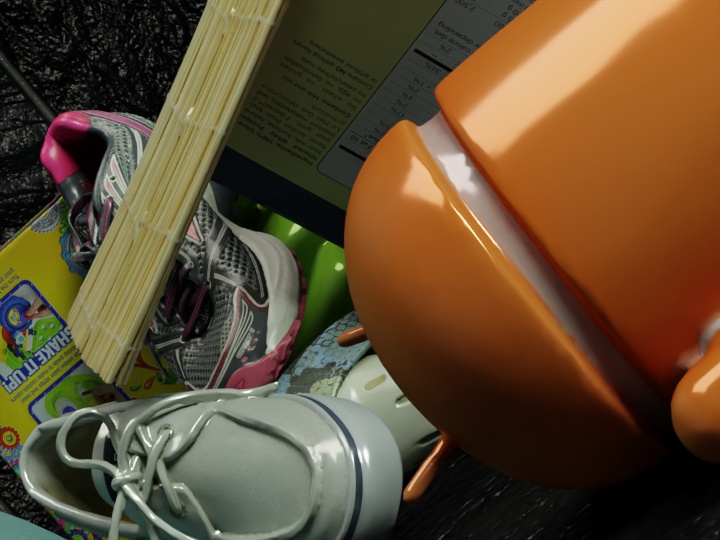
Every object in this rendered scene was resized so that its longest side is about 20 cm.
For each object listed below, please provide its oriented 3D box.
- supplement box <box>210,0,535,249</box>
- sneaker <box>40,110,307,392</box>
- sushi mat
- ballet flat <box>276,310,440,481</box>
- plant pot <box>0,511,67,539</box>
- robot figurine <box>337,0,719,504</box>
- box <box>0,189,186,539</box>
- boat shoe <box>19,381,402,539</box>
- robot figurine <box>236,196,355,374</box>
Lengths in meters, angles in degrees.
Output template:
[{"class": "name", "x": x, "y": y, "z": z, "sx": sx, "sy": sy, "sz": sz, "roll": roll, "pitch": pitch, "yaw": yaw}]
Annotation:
[{"class": "supplement box", "x": 0.045, "y": -0.133, "z": 0.746, "sx": 0.200, "sy": 0.134, "sz": 0.200, "roll": -50, "pitch": 19, "yaw": 37}, {"class": "sneaker", "x": -0.087, "y": -0.002, "z": 0.820, "sx": 0.081, "sy": 0.075, "sz": 0.200, "roll": -60, "pitch": 38, "yaw": 19}, {"class": "sushi mat", "x": -0.061, "y": -0.057, "z": 0.685, "sx": 0.200, "sy": 0.012, "sz": 0.096, "roll": -66, "pitch": 23, "yaw": 7}, {"class": "ballet flat", "x": 0.030, "y": 0.038, "z": 0.771, "sx": 0.200, "sy": 0.074, "sz": 0.074, "roll": -45, "pitch": 4, "yaw": -29}, {"class": "plant pot", "x": -0.170, "y": 0.159, "z": 0.676, "sx": 0.200, "sy": 0.135, "sz": 0.200, "roll": -39, "pitch": 3, "yaw": 2}, {"class": "robot figurine", "x": 0.079, "y": -0.024, "z": 0.479, "sx": 0.200, "sy": 0.144, "sz": 0.117, "roll": -39, "pitch": -15, "yaw": 8}, {"class": "box", "x": -0.100, "y": 0.048, "z": 0.985, "sx": 0.122, "sy": 0.193, "sz": 0.200, "roll": -40, "pitch": 1, "yaw": 18}, {"class": "boat shoe", "x": -0.073, "y": 0.075, "z": 0.696, "sx": 0.086, "sy": 0.075, "sz": 0.202, "roll": 8, "pitch": -4, "yaw": -36}, {"class": "robot figurine", "x": 0.000, "y": 0.000, "z": 0.920, "sx": 0.200, "sy": 0.175, "sz": 0.116, "roll": -102, "pitch": 26, "yaw": -70}]
